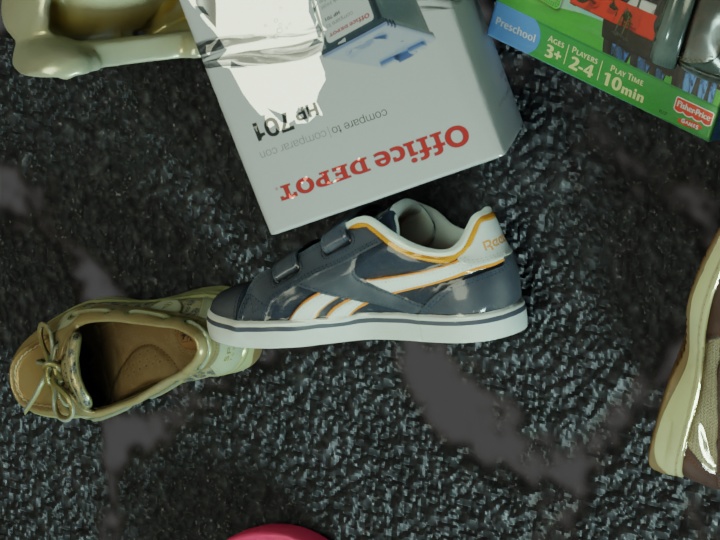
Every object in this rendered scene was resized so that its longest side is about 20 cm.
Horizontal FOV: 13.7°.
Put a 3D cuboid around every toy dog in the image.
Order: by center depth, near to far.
[{"bbox_3d":[-0.150,-0.228,1.770,0.194,0.139,0.202,-148,55,-67],"label":"toy dog"}]

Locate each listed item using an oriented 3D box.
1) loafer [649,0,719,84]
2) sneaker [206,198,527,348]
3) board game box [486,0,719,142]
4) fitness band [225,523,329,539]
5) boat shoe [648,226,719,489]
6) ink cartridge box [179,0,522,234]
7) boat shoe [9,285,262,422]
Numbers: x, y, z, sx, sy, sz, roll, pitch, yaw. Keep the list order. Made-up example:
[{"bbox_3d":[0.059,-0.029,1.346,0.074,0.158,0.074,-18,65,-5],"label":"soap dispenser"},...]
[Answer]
[{"bbox_3d":[0.206,-0.185,1.517,0.063,0.072,0.201,22,121,5],"label":"loafer"},{"bbox_3d":[0.000,0.000,1.731,0.199,0.078,0.080,-3,103,24],"label":"sneaker"},{"bbox_3d":[0.161,-0.191,1.600,0.151,0.037,0.201,28,114,28],"label":"board game box"},{"bbox_3d":[-0.036,0.254,1.839,0.143,0.037,0.201,-23,86,39],"label":"fitness band"},{"bbox_3d":[0.211,0.035,1.593,0.072,0.072,0.201,25,122,18],"label":"boat shoe"},{"bbox_3d":[-0.013,-0.141,1.658,0.146,0.086,0.201,-19,100,13],"label":"ink cartridge box"},{"bbox_3d":[-0.152,0.052,1.857,0.199,0.063,0.074,-18,90,37],"label":"boat shoe"}]
